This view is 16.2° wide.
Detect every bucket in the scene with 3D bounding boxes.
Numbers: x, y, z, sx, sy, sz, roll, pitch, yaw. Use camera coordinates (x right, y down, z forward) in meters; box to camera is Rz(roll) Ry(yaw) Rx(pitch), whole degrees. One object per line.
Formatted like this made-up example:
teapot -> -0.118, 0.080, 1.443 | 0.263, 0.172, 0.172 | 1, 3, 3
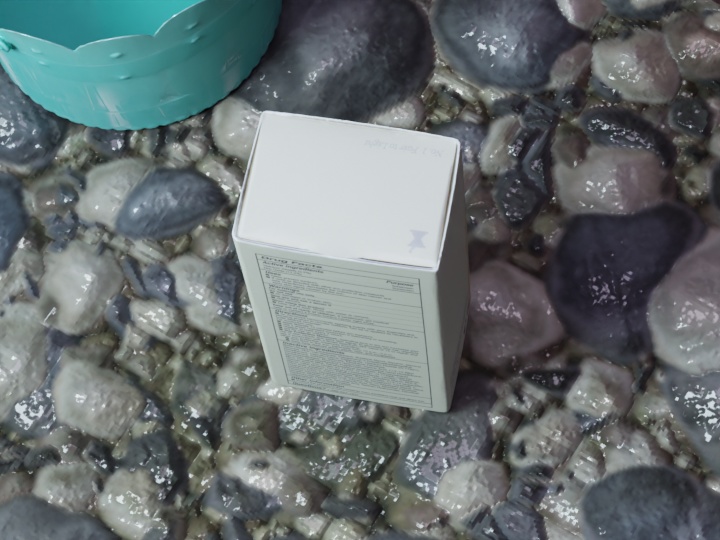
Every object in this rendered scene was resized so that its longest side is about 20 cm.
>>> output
bucket -> -0.135, -0.185, 1.397 | 0.206, 0.135, 0.208 | -1, 67, 2

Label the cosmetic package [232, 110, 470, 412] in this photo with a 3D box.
cosmetic package -> 0.000, 0.000, 1.278 | 0.103, 0.200, 0.073 | 9, 68, 6
